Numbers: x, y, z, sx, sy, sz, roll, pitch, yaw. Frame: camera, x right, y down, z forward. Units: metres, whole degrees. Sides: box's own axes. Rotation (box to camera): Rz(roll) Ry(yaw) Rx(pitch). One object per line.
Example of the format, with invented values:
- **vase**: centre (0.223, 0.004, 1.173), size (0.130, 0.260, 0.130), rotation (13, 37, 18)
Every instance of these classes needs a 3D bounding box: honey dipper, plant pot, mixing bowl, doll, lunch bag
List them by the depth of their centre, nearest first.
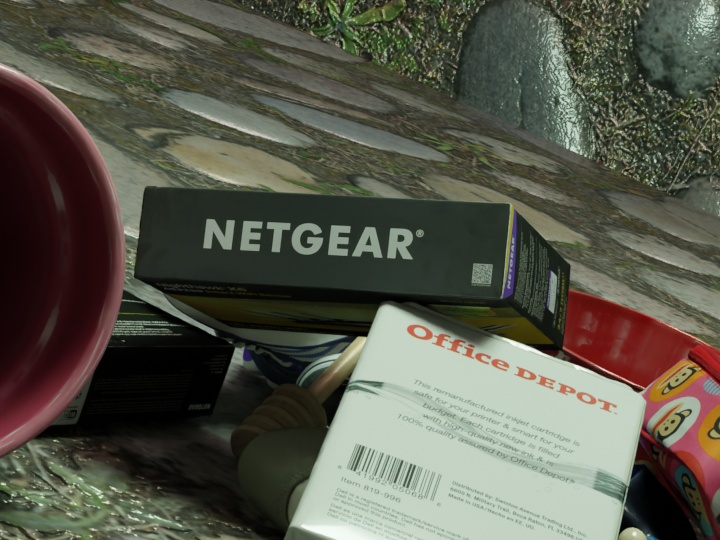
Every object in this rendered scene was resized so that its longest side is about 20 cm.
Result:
- **plant pot**: centre (-0.239, -0.008, 1.152), size (0.200, 0.200, 0.179), rotation (15, -3, -31)
- **doll**: centre (0.146, 0.129, 1.340), size (0.200, 0.048, 0.136), rotation (48, 15, 1)
- **lunch bag**: centre (0.232, 0.142, 1.357), size (0.200, 0.082, 0.176), rotation (53, -1, -17)
- **honey dipper**: centre (-0.005, 0.049, 1.389), size (0.038, 0.038, 0.200), rotation (26, 46, 21)
- **mixing bowl**: centre (0.167, 0.099, 1.544), size (0.200, 0.108, 0.200), rotation (21, 13, -5)

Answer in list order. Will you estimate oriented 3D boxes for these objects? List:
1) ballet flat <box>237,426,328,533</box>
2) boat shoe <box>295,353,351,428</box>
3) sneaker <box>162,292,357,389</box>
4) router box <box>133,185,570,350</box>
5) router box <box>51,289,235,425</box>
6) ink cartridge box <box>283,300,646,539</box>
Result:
- **ballet flat**: centre (0.023, 0.136, 1.221), size (0.200, 0.067, 0.064), rotation (23, 17, 11)
- **boat shoe**: centre (0.040, 0.110, 1.384), size (0.200, 0.072, 0.068), rotation (33, 13, 18)
- **sneaker**: centre (-0.057, 0.036, 1.480), size (0.200, 0.146, 0.081), rotation (3, 61, -32)
- **router box**: centre (0.000, 0.000, 1.281), size (0.200, 0.052, 0.157), rotation (3, -10, 17)
- **router box**: centre (-0.187, 0.035, 1.344), size (0.149, 0.051, 0.200), rotation (26, 11, 29)
- **ink cartridge box**: centre (0.046, 0.117, 1.138), size (0.147, 0.083, 0.200), rotation (22, 34, 2)
